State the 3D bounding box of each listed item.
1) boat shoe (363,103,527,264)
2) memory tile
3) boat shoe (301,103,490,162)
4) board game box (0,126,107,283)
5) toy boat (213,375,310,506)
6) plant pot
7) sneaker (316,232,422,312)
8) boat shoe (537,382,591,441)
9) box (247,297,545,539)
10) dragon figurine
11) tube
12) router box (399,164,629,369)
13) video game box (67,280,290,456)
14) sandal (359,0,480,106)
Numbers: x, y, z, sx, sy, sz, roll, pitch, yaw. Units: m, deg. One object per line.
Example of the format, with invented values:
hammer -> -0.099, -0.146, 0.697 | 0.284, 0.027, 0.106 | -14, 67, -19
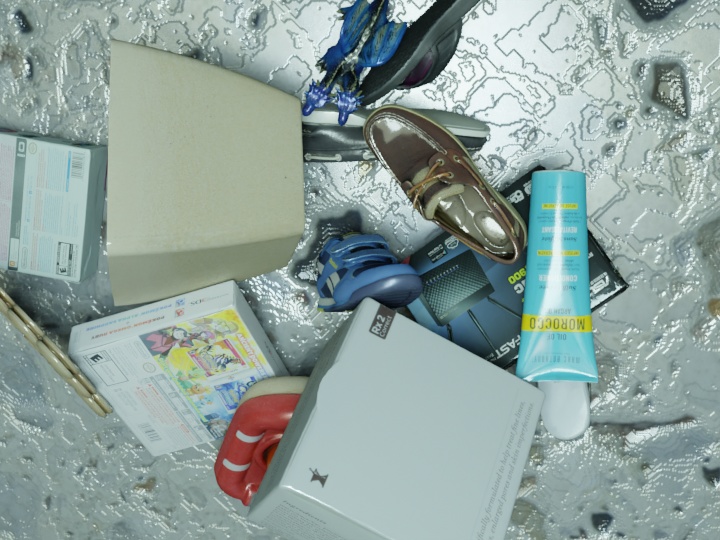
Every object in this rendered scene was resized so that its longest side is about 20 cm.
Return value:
boat shoe -> 0.080, -0.079, 0.899 | 0.072, 0.072, 0.200 | -43, 93, 19
memory tile -> -0.341, 0.067, 0.983 | 0.200, 0.153, 0.017 | 39, 71, 24
boat shoe -> 0.031, -0.133, 0.965 | 0.199, 0.074, 0.061 | 3, 110, 0
board game box -> -0.383, -0.078, 1.018 | 0.199, 0.064, 0.148 | 11, 104, 1
toy boat -> -0.076, 0.205, 0.994 | 0.130, 0.131, 0.200 | 9, 132, -18
plant pot -> -0.150, -0.083, 0.915 | 0.176, 0.200, 0.201 | 1, 74, -13
sneaker -> 0.000, 0.000, 0.946 | 0.074, 0.200, 0.083 | 0, 87, -22
boat shoe -> 0.212, 0.079, 1.006 | 0.068, 0.057, 0.201 | -3, 85, 17
box -> 0.034, 0.169, 0.866 | 0.200, 0.199, 0.131 | 28, 148, -5
dragon figurine -> 0.004, -0.229, 0.920 | 0.059, 0.099, 0.200 | 30, 91, -16
tube -> 0.188, 0.006, 0.902 | 0.077, 0.050, 0.201 | 0, 90, 13
router box -> 0.148, 0.012, 0.968 | 0.200, 0.062, 0.150 | -36, 77, 11
video game box -> -0.180, 0.110, 1.008 | 0.182, 0.047, 0.200 | -14, 135, 10
sandal -> 0.076, -0.228, 0.940 | 0.200, 0.075, 0.048 | -43, 114, 13
